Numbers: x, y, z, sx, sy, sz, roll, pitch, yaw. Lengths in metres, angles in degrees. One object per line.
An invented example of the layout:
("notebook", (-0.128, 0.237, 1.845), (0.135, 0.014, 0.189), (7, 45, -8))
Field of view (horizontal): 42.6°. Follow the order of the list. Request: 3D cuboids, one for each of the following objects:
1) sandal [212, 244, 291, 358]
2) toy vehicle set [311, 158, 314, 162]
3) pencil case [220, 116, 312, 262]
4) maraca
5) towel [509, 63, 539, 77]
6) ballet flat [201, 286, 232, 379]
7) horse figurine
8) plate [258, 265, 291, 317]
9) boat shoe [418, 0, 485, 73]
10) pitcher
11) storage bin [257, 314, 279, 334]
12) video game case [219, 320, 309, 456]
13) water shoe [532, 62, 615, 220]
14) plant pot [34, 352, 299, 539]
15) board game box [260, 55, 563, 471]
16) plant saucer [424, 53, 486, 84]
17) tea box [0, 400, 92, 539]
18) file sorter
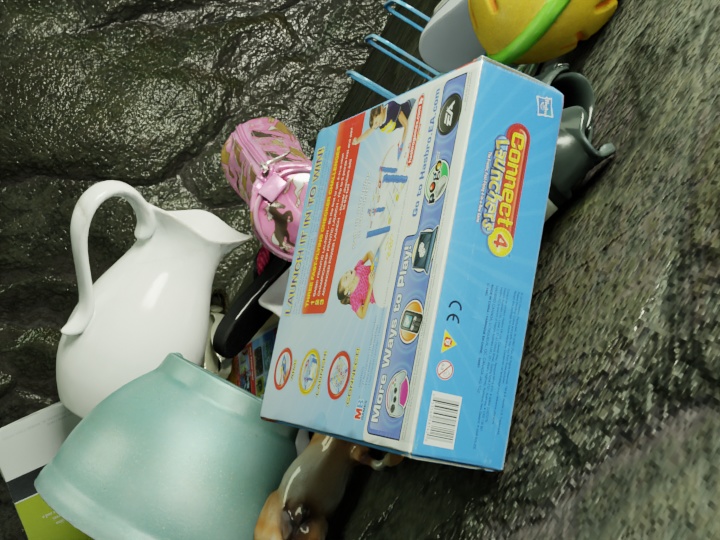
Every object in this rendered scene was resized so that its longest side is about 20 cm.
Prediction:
("sandal", (-0.080, -0.007, 0.866), (0.200, 0.045, 0.075), (-50, -22, -21))
("toy vehicle set", (-0.002, -0.104, 0.990), (0.200, 0.027, 0.124), (-12, 32, 44))
("pencil case", (-0.071, -0.076, 0.805), (0.200, 0.083, 0.087), (-128, 42, -65))
("maraca", (0.148, -0.230, 0.652), (0.200, 0.107, 0.137), (-53, 20, 37))
("towel", (0.107, -0.132, 0.833), (0.200, 0.023, 0.153), (-65, 10, -19))
("ballet flat", (-0.150, 0.108, 0.880), (0.075, 0.068, 0.200), (-17, 65, 39))
("horse figurine", (-0.025, 0.152, 0.631), (0.200, 0.050, 0.133), (-62, 15, -19))
("plate", (0.011, -0.024, 0.745), (0.200, 0.032, 0.200), (-45, 15, -7))
("boat shoe", (0.136, -0.252, 0.791), (0.202, 0.075, 0.086), (-35, 28, 38))
("pitcher", (-0.201, 0.031, 0.796), (0.121, 0.171, 0.200), (27, 92, 42))
("storage bin", (-0.081, 0.069, 1.024), (0.200, 0.094, 0.199), (-56, 11, 30))
("video game case", (-0.114, 0.145, 0.886), (0.200, 0.017, 0.143), (-31, 58, 47))
("water shoe", (0.117, -0.096, 0.600), (0.079, 0.072, 0.200), (-36, 25, 20))
("plant pot", (-0.127, 0.148, 0.717), (0.134, 0.200, 0.200), (-62, 10, -8))
("board game box", (0.020, 0.002, 0.536), (0.196, 0.056, 0.200), (-6, 71, 63))
("plant saucer", (0.043, -0.131, 0.857), (0.200, 0.027, 0.200), (-37, 13, 10))
("tea box", (-0.252, 0.225, 0.951), (0.133, 0.197, 0.200), (-23, -5, -2))
("file sorter", (0.084, -0.285, 1.088), (0.200, 0.123, 0.139), (-59, 11, 8))
